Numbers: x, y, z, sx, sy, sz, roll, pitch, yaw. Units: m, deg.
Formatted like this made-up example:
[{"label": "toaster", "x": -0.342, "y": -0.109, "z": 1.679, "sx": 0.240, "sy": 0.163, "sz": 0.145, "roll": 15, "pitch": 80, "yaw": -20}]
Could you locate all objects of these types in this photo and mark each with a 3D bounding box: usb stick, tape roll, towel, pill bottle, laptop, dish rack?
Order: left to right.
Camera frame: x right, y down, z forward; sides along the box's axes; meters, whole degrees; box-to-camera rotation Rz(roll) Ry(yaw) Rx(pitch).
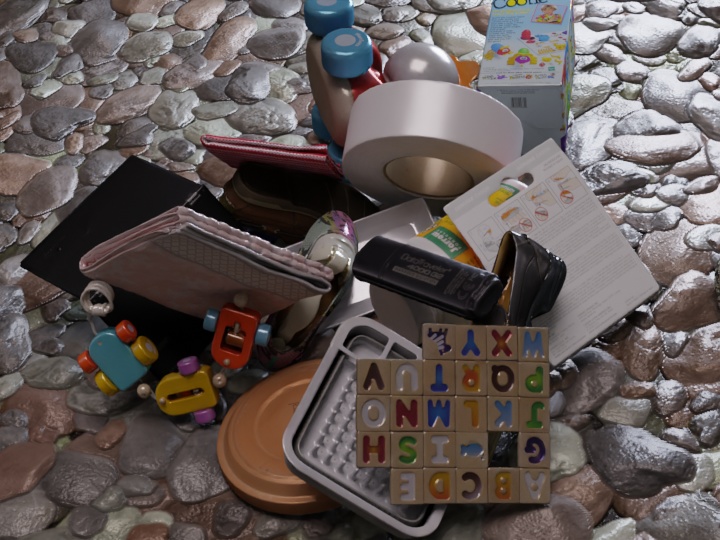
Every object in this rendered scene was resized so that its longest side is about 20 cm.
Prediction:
[{"label": "laptop", "x": -0.233, "y": -0.004, "z": 1.811, "sx": 0.187, "sy": 0.200, "sz": 0.116, "roll": -47, "pitch": 12, "yaw": -21}, {"label": "towel", "x": -0.156, "y": 0.003, "z": 1.659, "sx": 0.190, "sy": 0.199, "sz": 0.033, "roll": -21, "pitch": 55, "yaw": 48}, {"label": "towel", "x": -0.095, "y": -0.128, "z": 1.833, "sx": 0.143, "sy": 0.200, "sz": 0.023, "roll": 7, "pitch": 87, "yaw": 5}, {"label": "dish rack", "x": 0.020, "y": 0.156, "z": 1.577, "sx": 0.171, "sy": 0.044, "sz": 0.201, "roll": 31, "pitch": 48, "yaw": -3}, {"label": "usb stick", "x": 0.063, "y": 0.006, "z": 1.627, "sx": 0.056, "sy": 0.033, "sz": 0.199, "roll": -49, "pitch": 36, "yaw": -17}, {"label": "tape roll", "x": 0.080, "y": -0.133, "z": 1.827, "sx": 0.200, "sy": 0.203, "sz": 0.072, "roll": 4, "pitch": 68, "yaw": 15}, {"label": "pill bottle", "x": 0.110, "y": -0.004, "z": 1.748, "sx": 0.199, "sy": 0.114, "sz": 0.113, "roll": -33, "pitch": 46, "yaw": -23}]

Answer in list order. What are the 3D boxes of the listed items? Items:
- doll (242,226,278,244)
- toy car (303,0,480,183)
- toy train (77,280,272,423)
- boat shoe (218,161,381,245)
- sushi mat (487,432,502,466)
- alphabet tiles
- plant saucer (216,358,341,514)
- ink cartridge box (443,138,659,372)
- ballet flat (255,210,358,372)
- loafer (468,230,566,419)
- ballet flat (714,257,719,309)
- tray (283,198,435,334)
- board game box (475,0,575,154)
[{"label": "doll", "x": -0.141, "y": -0.024, "z": 1.867, "sx": 0.136, "sy": 0.049, "sz": 0.200, "roll": 31, "pitch": 54, "yaw": 11}, {"label": "toy car", "x": 0.043, "y": -0.232, "z": 1.972, "sx": 0.198, "sy": 0.186, "sz": 0.178, "roll": -10, "pitch": 40, "yaw": -10}, {"label": "toy train", "x": -0.192, "y": 0.073, "z": 1.695, "sx": 0.198, "sy": 0.152, "sz": 0.056, "roll": 12, "pitch": 19, "yaw": 5}, {"label": "boat shoe", "x": -0.066, "y": -0.066, "z": 1.855, "sx": 0.198, "sy": 0.068, "sz": 0.072, "roll": 20, "pitch": 43, "yaw": -23}, {"label": "sushi mat", "x": 0.105, "y": 0.141, "z": 1.660, "sx": 0.095, "sy": 0.012, "sz": 0.201, "roll": 8, "pitch": 44, "yaw": 21}, {"label": "alphabet tiles", "x": 0.089, "y": 0.135, "z": 1.538, "sx": 0.198, "sy": 0.169, "sz": 0.008, "roll": 3, "pitch": -7, "yaw": -21}, {"label": "plant saucer", "x": -0.049, "y": 0.159, "z": 1.648, "sx": 0.198, "sy": 0.033, "sz": 0.201, "roll": -9, "pitch": 39, "yaw": 7}, {"label": "ink cartridge box", "x": 0.195, "y": -0.015, "z": 1.713, "sx": 0.159, "sy": 0.047, "sz": 0.201, "roll": -32, "pitch": 83, "yaw": -23}, {"label": "ballet flat", "x": -0.048, "y": 0.018, "z": 1.749, "sx": 0.069, "sy": 0.071, "sz": 0.201, "roll": 33, "pitch": 68, "yaw": -10}, {"label": "loafer", "x": 0.131, "y": 0.055, "z": 1.605, "sx": 0.072, "sy": 0.072, "sz": 0.201, "roll": -13, "pitch": 46, "yaw": 52}, {"label": "ballet flat", "x": 0.410, "y": -0.019, "z": 1.734, "sx": 0.067, "sy": 0.076, "sz": 0.201, "roll": 2, "pitch": 43, "yaw": 12}, {"label": "tray", "x": 0.000, "y": 0.000, "z": 1.812, "sx": 0.198, "sy": 0.022, "sz": 0.108, "roll": -21, "pitch": 69, "yaw": -12}, {"label": "board game box", "x": 0.206, "y": -0.244, "z": 2.007, "sx": 0.104, "sy": 0.104, "sz": 0.201, "roll": 1, "pitch": 42, "yaw": 12}]
